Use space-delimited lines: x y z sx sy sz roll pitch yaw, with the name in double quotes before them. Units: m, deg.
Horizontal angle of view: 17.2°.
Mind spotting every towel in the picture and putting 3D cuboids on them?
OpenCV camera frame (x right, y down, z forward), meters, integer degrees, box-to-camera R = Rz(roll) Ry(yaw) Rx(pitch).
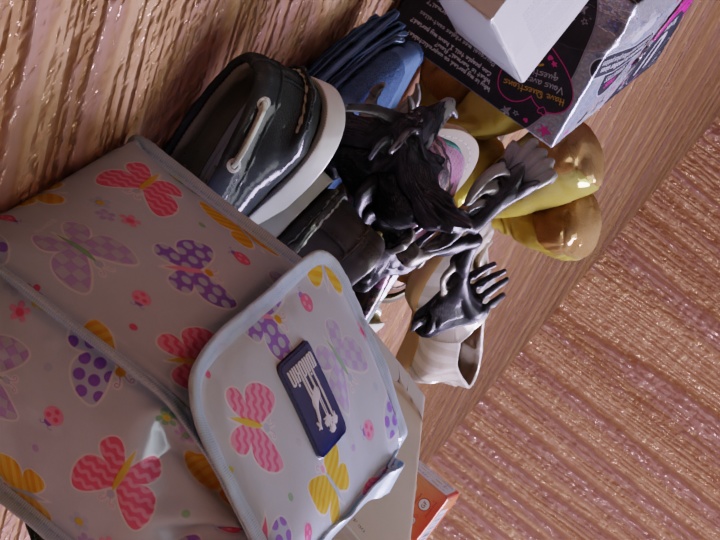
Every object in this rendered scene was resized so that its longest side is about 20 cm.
"towel" -0.044 -0.061 1.322 0.200 0.048 0.112 -46 169 -43

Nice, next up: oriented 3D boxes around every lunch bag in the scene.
"lunch bag" -0.081 0.049 1.067 0.128 0.200 0.169 -57 169 30

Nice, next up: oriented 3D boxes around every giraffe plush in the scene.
"giraffe plush" 0.042 -0.053 1.567 0.162 0.174 0.199 -32 -164 -36

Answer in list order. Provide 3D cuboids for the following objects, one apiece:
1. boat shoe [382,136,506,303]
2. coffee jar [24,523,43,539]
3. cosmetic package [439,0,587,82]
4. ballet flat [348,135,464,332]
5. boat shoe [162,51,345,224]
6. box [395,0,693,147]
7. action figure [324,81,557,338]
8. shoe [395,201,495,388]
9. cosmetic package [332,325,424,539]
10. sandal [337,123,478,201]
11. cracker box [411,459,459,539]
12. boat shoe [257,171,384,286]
"boat shoe" 0.050 -0.072 1.719 0.201 0.072 0.068 -61 174 -22
"coffee jar" -0.139 0.113 1.308 0.085 0.105 0.200 -24 162 -17
"cosmetic package" 0.115 -0.196 1.153 0.200 0.052 0.151 -52 171 0
"ballet flat" 0.000 0.000 1.434 0.071 0.069 0.200 7 126 -53
"boat shoe" -0.092 -0.027 1.179 0.060 0.076 0.200 25 109 -40
"box" 0.128 -0.178 1.476 0.115 0.132 0.200 -60 169 32
"action figure" 0.034 -0.048 1.269 0.102 0.118 0.200 -48 159 -18
"shoe" 0.062 0.018 1.476 0.070 0.053 0.200 -54 170 -25
"cosmetic package" -0.025 0.104 1.329 0.073 0.104 0.200 -32 -158 21
"sandal" -0.029 -0.040 1.473 0.211 0.070 0.078 -39 133 9
"cracker box" -0.055 0.135 1.526 0.134 0.199 0.058 -53 170 5
"boat shoe" -0.041 0.018 1.264 0.072 0.060 0.201 -47 175 -29
